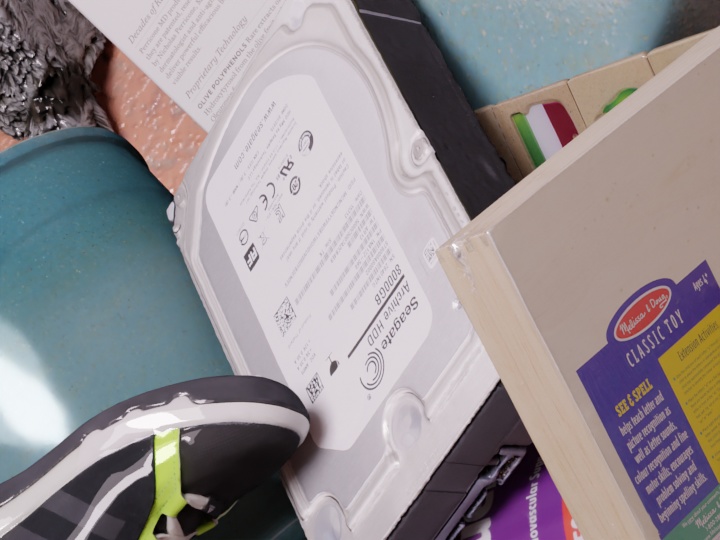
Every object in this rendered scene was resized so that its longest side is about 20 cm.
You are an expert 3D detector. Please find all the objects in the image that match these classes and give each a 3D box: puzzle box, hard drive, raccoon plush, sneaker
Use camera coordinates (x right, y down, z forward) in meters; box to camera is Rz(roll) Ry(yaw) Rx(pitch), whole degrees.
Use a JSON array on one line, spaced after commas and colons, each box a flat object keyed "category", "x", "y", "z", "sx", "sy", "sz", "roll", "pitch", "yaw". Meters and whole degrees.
[{"category": "puzzle box", "x": 0.116, "y": 0.003, "z": 0.793, "sx": 0.025, "sy": 0.200, "sz": 0.134, "roll": -17, "pitch": 104, "yaw": 47}, {"category": "hard drive", "x": 0.000, "y": 0.000, "z": 0.896, "sx": 0.140, "sy": 0.038, "sz": 0.201, "roll": -56, "pitch": 44, "yaw": 33}, {"category": "raccoon plush", "x": -0.196, "y": -0.085, "z": 1.184, "sx": 0.133, "sy": 0.097, "sz": 0.201, "roll": -23, "pitch": 61, "yaw": 31}, {"category": "sneaker", "x": -0.096, "y": 0.112, "z": 0.874, "sx": 0.199, "sy": 0.072, "sz": 0.083, "roll": -30, "pitch": 65, "yaw": 10}]

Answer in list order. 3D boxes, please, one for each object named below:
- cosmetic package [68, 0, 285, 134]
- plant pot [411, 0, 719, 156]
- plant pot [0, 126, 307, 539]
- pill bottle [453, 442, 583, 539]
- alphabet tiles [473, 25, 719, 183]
[{"category": "cosmetic package", "x": -0.069, "y": -0.138, "z": 1.061, "sx": 0.200, "sy": 0.107, "sz": 0.085, "roll": 43, "pitch": 111, "yaw": 13}, {"category": "plant pot", "x": 0.099, "y": -0.142, "z": 0.965, "sx": 0.195, "sy": 0.196, "sz": 0.202, "roll": 20, "pitch": 99, "yaw": 35}, {"category": "plant pot", "x": -0.096, "y": 0.077, "z": 1.005, "sx": 0.188, "sy": 0.200, "sz": 0.200, "roll": 39, "pitch": 94, "yaw": 21}, {"category": "pill bottle", "x": 0.069, "y": 0.119, "z": 0.910, "sx": 0.199, "sy": 0.112, "sz": 0.113, "roll": -28, "pitch": 58, "yaw": 37}, {"category": "alphabet tiles", "x": 0.104, "y": 0.024, "z": 0.914, "sx": 0.166, "sy": 0.008, "sz": 0.201, "roll": -17, "pitch": 106, "yaw": 36}]
